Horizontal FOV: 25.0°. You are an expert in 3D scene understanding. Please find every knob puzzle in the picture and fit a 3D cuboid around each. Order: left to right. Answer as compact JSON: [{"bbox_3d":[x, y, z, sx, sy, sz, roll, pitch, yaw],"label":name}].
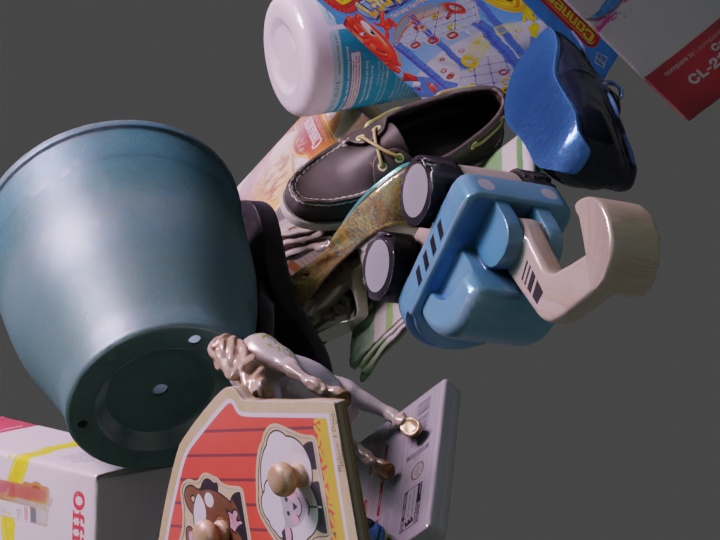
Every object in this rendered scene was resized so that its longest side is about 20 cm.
[{"bbox_3d":[-0.067,0.168,0.955,0.030,0.221,0.219,-10,-11,-40],"label":"knob puzzle"}]

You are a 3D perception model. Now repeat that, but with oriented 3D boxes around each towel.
[{"bbox_3d":[0.012,-0.066,1.364,0.200,0.035,0.132,-35,12,-27],"label":"towel"},{"bbox_3d":[0.067,-0.016,1.246,0.200,0.023,0.153,-44,19,23],"label":"towel"}]

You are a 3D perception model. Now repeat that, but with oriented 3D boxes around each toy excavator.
[{"bbox_3d":[0.101,-0.001,1.018,0.195,0.099,0.200,-65,32,32],"label":"toy excavator"}]

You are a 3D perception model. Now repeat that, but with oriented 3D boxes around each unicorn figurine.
[{"bbox_3d":[-0.032,0.090,1.070,0.137,0.200,0.074,28,70,43],"label":"unicorn figurine"}]

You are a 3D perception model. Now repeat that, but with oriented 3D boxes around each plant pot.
[{"bbox_3d":[-0.159,0.028,1.150,0.200,0.200,0.188,-44,41,16],"label":"plant pot"}]

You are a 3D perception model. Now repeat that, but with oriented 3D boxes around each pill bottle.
[{"bbox_3d":[0.022,-0.206,1.458,0.199,0.112,0.111,-11,6,-22],"label":"pill bottle"}]

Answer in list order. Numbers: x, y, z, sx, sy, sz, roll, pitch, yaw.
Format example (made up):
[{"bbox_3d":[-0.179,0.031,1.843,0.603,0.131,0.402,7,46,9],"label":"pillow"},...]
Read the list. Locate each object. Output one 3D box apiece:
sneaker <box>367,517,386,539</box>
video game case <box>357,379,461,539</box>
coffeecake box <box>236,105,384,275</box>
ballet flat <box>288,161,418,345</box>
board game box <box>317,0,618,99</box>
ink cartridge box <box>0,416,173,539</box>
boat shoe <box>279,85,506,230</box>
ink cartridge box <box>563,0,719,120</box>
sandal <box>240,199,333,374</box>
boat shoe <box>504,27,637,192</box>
[{"bbox_3d":[-0.056,0.159,1.037,0.071,0.083,0.199,-56,19,-19],"label":"sneaker"},{"bbox_3d":[-0.013,0.171,1.076,0.200,0.018,0.144,-39,22,29],"label":"video game case"},{"bbox_3d":[-0.052,-0.074,1.542,0.200,0.073,0.154,-47,20,9],"label":"coffeecake box"},{"bbox_3d":[0.000,0.000,1.247,0.200,0.071,0.071,-43,20,30],"label":"ballet flat"},{"bbox_3d":[0.081,-0.212,1.312,0.200,0.196,0.056,-17,37,58],"label":"board game box"},{"bbox_3d":[-0.233,0.198,1.207,0.199,0.083,0.146,6,97,38],"label":"ink cartridge box"},{"bbox_3d":[0.027,-0.093,1.272,0.200,0.072,0.061,-24,-27,-23],"label":"boat shoe"},{"bbox_3d":[0.184,-0.221,1.090,0.083,0.200,0.146,-38,22,32],"label":"ink cartridge box"},{"bbox_3d":[-0.076,0.041,1.245,0.076,0.043,0.201,-42,59,40],"label":"sandal"},{"bbox_3d":[0.150,-0.105,1.164,0.084,0.068,0.200,-54,20,30],"label":"boat shoe"}]
